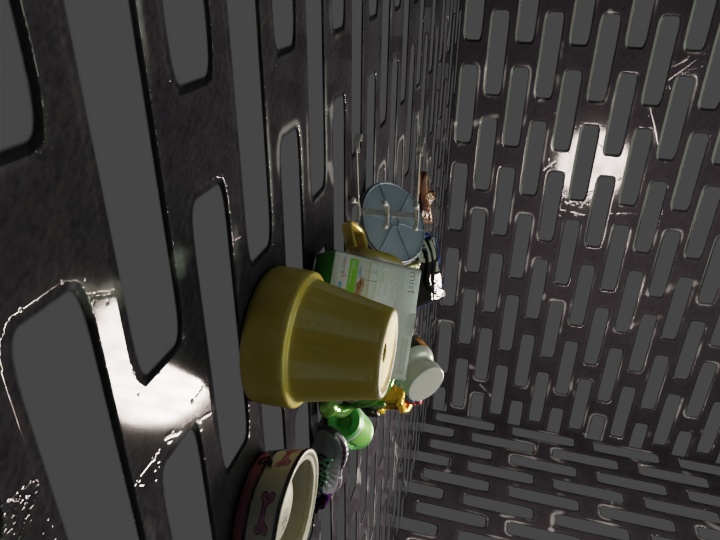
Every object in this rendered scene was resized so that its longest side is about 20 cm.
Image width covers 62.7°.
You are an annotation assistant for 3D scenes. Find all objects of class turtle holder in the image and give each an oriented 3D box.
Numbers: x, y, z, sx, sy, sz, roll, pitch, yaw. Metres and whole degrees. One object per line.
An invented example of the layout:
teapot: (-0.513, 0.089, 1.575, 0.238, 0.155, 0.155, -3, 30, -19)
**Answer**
turtle holder: (-0.015, 0.213, 1.232, 0.132, 0.185, 0.142, 46, 14, -44)

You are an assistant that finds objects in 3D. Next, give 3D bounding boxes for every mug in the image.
mug: (-0.002, 0.010, 1.199, 0.150, 0.186, 0.153, -50, 158, 5)

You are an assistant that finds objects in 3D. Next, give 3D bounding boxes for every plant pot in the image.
plant pot: (-0.048, 0.105, 0.855, 0.201, 0.187, 0.203, 8, 90, -78)

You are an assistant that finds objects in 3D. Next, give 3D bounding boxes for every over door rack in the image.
over door rack: (0.054, -0.177, 1.232, 0.067, 0.146, 0.202, -71, 164, -59)

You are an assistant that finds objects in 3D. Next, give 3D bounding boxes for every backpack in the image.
backpack: (0.108, -0.017, 1.517, 0.161, 0.168, 0.202, -24, 128, -21)

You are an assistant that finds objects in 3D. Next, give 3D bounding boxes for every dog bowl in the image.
dog bowl: (-0.129, 0.370, 0.911, 0.200, 0.073, 0.203, 8, 90, -78)

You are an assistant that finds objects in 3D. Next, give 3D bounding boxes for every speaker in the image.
speaker: (-0.021, 0.358, 1.350, 0.200, 0.087, 0.089, 68, 32, -65)

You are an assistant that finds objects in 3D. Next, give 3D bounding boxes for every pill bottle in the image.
pill bottle: (0.095, 0.191, 1.337, 0.200, 0.115, 0.117, 48, -29, 43)

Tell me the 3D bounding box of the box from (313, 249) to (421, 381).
box: (0.002, 0.081, 1.042, 0.096, 0.175, 0.203, -4, -103, 64)

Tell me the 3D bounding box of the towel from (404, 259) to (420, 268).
towel: (0.054, 0.048, 1.386, 0.198, 0.036, 0.150, -12, 123, -35)

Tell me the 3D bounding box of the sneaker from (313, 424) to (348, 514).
sneaker: (-0.071, 0.406, 1.196, 0.088, 0.074, 0.202, -57, 153, -51)

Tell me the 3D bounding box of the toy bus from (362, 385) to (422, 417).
toy bus: (0.091, 0.324, 1.588, 0.200, 0.190, 0.137, 74, 25, -63)

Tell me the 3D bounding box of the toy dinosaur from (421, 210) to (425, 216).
toy dinosaur: (0.169, -0.105, 1.981, 0.102, 0.076, 0.202, 34, 69, -62)

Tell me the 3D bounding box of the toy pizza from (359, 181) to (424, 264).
toy pizza: (0.071, -0.109, 1.379, 0.199, 0.032, 0.203, 13, 69, -35)

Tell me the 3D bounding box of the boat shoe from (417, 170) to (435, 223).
boat shoe: (0.243, -0.268, 2.173, 0.071, 0.069, 0.202, -61, 154, -55)
